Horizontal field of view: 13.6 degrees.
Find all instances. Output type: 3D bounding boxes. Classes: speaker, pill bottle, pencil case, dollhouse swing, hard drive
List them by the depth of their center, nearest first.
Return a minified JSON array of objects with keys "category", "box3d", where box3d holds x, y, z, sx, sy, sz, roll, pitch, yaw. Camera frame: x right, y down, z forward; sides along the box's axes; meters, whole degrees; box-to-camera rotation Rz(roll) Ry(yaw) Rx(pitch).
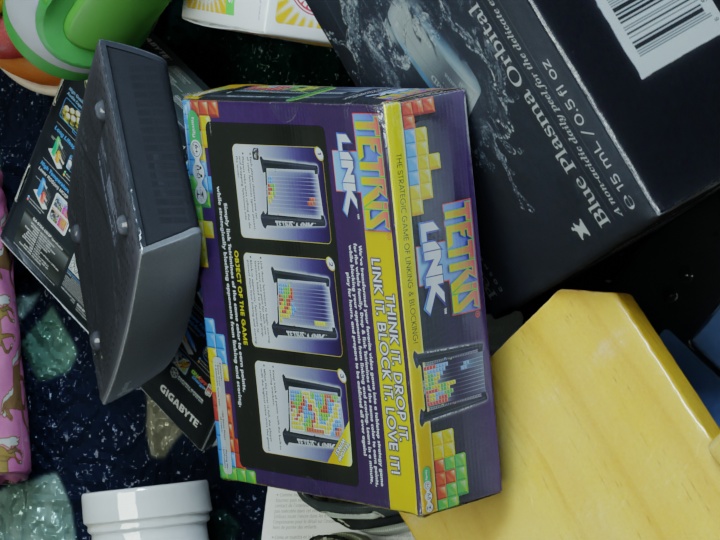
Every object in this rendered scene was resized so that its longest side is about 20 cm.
[{"category":"dollhouse swing","box3d":[0.149,0.131,1.493,0.200,0.181,0.176,-46,47,27]},{"category":"hard drive","box3d":[-0.121,-0.023,1.584,0.200,0.042,0.135,112,148,-63]},{"category":"speaker","box3d":[-0.122,-0.182,1.592,0.200,0.088,0.089,-46,65,50]},{"category":"pill bottle","box3d":[-0.112,0.222,1.694,0.104,0.104,0.201,-9,85,33]},{"category":"pencil case","box3d":[-0.244,0.032,1.794,0.086,0.083,0.201,-6,87,13]}]

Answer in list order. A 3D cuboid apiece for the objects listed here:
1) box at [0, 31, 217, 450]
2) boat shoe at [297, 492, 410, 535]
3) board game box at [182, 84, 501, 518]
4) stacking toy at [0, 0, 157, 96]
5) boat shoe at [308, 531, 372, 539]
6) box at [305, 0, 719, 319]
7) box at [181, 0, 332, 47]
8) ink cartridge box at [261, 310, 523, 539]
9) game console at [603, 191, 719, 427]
[{"category":"box","box3d":[-0.109,-0.022,1.703,0.200,0.046,0.159,44,126,27]},{"category":"boat shoe","box3d":[0.056,0.093,1.572,0.200,0.060,0.076,-26,64,28]},{"category":"board game box","box3d":[-0.011,0.010,1.482,0.165,0.057,0.201,6,105,49]},{"category":"stacking toy","box3d":[-0.217,-0.175,1.705,0.146,0.200,0.147,1,91,33]},{"category":"boat shoe","box3d":[0.030,0.203,1.553,0.199,0.066,0.075,44,107,28]},{"category":"box","box3d":[0.095,-0.105,1.453,0.197,0.117,0.200,59,155,3]},{"category":"box","box3d":[-0.015,-0.221,1.609,0.101,0.112,0.201,17,101,59]},{"category":"ink cartridge box","box3d":[0.024,0.128,1.653,0.160,0.050,0.201,-4,70,33]},{"category":"game console","box3d":[0.199,0.069,1.536,0.200,0.031,0.177,45,113,24]}]
